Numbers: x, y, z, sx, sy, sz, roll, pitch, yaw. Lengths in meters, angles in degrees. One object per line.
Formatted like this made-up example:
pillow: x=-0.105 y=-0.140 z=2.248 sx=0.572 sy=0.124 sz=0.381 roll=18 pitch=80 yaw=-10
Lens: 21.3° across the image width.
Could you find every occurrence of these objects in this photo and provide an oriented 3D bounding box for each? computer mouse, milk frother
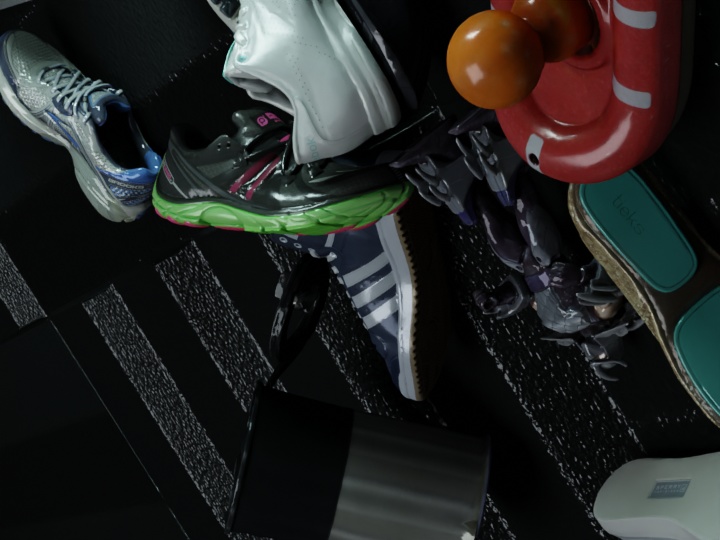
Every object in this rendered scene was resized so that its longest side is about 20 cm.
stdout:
computer mouse: x=-0.002 y=-0.204 z=1.196 sx=0.201 sy=0.046 sz=0.141 roll=59 pitch=174 yaw=12
milk frother: x=0.008 y=0.110 z=1.459 sx=0.186 sy=0.181 sz=0.202 roll=13 pitch=120 yaw=-4

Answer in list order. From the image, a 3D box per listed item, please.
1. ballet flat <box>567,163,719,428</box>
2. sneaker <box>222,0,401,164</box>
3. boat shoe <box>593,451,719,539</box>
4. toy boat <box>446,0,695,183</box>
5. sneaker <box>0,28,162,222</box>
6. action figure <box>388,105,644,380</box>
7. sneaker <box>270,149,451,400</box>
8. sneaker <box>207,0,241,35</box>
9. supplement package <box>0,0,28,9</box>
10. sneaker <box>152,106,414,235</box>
ballet flat: x=0.193 y=0.015 z=1.130 sx=0.201 sy=0.070 sz=0.065 roll=57 pitch=-178 yaw=3
sneaker: x=-0.056 y=-0.157 z=1.235 sx=0.201 sy=0.088 sz=0.075 roll=59 pitch=178 yaw=26
boat shoe: x=0.229 y=0.165 z=1.226 sx=0.068 sy=0.072 sz=0.199 roll=41 pitch=153 yaw=-21
toy boat: x=0.099 y=-0.129 z=1.025 sx=0.130 sy=0.130 sz=0.201 roll=35 pitch=148 yaw=36
sneaker: x=-0.240 y=-0.142 z=1.685 sx=0.200 sy=0.077 sz=0.085 roll=48 pitch=144 yaw=-1
action figure: x=0.109 y=-0.011 z=1.223 sx=0.201 sy=0.069 sz=0.130 roll=56 pitch=146 yaw=-9
sneaker: x=0.000 y=0.000 z=1.380 sx=0.107 sy=0.070 sz=0.202 roll=6 pitch=124 yaw=24
sneaker: x=-0.062 y=-0.164 z=1.331 sx=0.201 sy=0.077 sz=0.086 roll=55 pitch=158 yaw=2
supplement package: x=-0.239 y=-0.289 z=1.308 sx=0.153 sy=0.198 sz=0.151 roll=87 pitch=158 yaw=-48
sneaker: x=-0.058 y=-0.068 z=1.295 sx=0.198 sy=0.077 sz=0.085 roll=5 pitch=95 yaw=27
